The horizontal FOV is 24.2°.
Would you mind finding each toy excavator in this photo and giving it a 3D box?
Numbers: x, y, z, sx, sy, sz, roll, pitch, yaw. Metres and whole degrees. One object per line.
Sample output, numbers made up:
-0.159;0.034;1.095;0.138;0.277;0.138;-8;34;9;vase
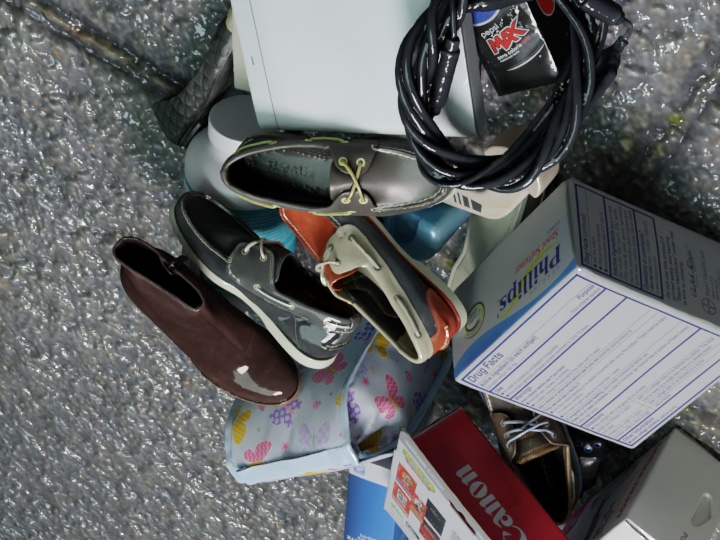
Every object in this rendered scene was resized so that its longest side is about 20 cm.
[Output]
0.071;-0.069;1.462;0.199;0.100;0.195;25;138;20;toy excavator

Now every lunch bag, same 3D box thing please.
-0.026;0.129;1.637;0.169;0.200;0.127;-18;117;38;lunch bag

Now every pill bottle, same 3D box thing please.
-0.112;-0.065;1.581;0.110;0.111;0.201;21;135;13;pill bottle

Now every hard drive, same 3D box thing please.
-0.003;-0.173;1.358;0.199;0.027;0.133;4;123;24;hard drive

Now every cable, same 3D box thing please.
0.107;-0.151;1.289;0.163;0.051;0.200;34;102;-27;cable

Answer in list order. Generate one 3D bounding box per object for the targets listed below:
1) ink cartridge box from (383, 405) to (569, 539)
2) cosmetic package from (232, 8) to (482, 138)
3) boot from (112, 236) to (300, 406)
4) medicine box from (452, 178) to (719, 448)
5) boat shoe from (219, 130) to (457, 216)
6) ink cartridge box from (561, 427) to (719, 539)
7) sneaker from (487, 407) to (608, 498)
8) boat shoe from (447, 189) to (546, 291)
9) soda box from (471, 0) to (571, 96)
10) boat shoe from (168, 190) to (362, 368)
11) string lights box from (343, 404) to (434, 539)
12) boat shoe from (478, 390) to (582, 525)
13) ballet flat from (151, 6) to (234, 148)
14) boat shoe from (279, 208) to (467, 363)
0.116;0.236;1.549;0.200;0.084;0.176;50;157;24;ink cartridge box
-0.002;-0.194;1.418;0.199;0.087;0.104;16;130;16;cosmetic package
-0.140;0.050;1.515;0.200;0.072;0.166;38;173;5;boot
0.208;0.041;1.440;0.199;0.103;0.182;22;136;-22;medicine box
-0.018;-0.077;1.397;0.200;0.061;0.072;4;109;19;boat shoe
0.259;0.263;1.627;0.083;0.147;0.200;39;136;1;ink cartridge box
0.184;0.133;1.623;0.111;0.073;0.201;-4;122;15;sneaker
0.132;-0.024;1.513;0.059;0.072;0.201;0;128;-24;boat shoe
0.105;-0.242;1.329;0.063;0.071;0.201;-10;122;34;soda box
-0.083;-0.005;1.481;0.200;0.072;0.068;43;133;6;boat shoe
0.028;0.235;1.767;0.059;0.103;0.201;18;134;14;string lights box
0.160;0.145;1.551;0.072;0.072;0.201;-23;112;11;boat shoe
-0.141;-0.184;1.527;0.057;0.066;0.200;43;135;4;ballet flat
0.000;0.000;1.444;0.200;0.063;0.071;41;146;14;boat shoe
